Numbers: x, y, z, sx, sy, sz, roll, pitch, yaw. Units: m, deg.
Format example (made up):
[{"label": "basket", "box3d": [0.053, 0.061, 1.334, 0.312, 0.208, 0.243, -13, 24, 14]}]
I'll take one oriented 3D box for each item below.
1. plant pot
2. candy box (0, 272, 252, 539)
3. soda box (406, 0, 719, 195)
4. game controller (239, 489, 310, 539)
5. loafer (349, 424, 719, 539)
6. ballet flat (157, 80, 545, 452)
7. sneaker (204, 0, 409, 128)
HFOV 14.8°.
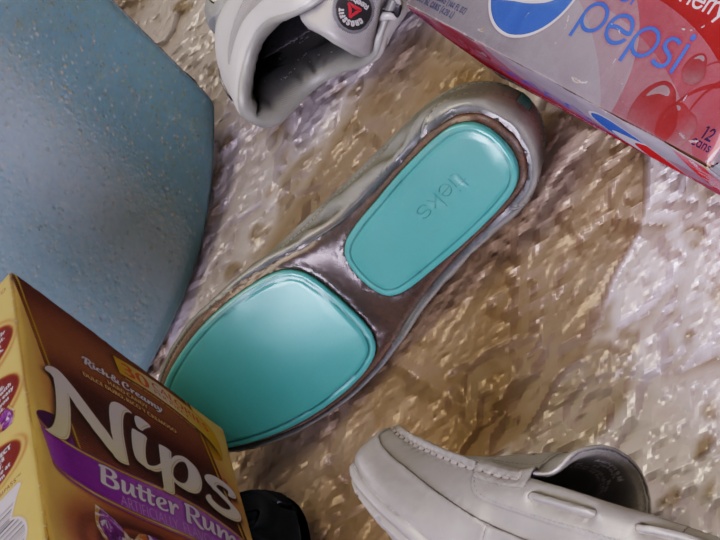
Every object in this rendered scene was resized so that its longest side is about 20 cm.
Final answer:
[{"label": "plant pot", "box3d": [-0.181, -0.039, 1.274, 0.200, 0.196, 0.196, -54, 30, -16]}, {"label": "candy box", "box3d": [-0.093, 0.095, 1.002, 0.056, 0.117, 0.200, -45, 28, 12]}, {"label": "soda box", "box3d": [0.104, -0.083, 1.009, 0.070, 0.063, 0.200, -56, 38, 1]}, {"label": "game controller", "box3d": [-0.091, 0.168, 1.102, 0.200, 0.042, 0.105, -36, 51, 31]}, {"label": "loafer", "box3d": [0.068, 0.090, 0.923, 0.070, 0.070, 0.200, -54, 39, -6]}, {"label": "ballet flat", "box3d": [0.000, 0.000, 1.113, 0.200, 0.067, 0.064, -42, 7, 21]}, {"label": "sneaker", "box3d": [0.007, -0.138, 1.207, 0.200, 0.074, 0.089, -49, 31, 31]}]
